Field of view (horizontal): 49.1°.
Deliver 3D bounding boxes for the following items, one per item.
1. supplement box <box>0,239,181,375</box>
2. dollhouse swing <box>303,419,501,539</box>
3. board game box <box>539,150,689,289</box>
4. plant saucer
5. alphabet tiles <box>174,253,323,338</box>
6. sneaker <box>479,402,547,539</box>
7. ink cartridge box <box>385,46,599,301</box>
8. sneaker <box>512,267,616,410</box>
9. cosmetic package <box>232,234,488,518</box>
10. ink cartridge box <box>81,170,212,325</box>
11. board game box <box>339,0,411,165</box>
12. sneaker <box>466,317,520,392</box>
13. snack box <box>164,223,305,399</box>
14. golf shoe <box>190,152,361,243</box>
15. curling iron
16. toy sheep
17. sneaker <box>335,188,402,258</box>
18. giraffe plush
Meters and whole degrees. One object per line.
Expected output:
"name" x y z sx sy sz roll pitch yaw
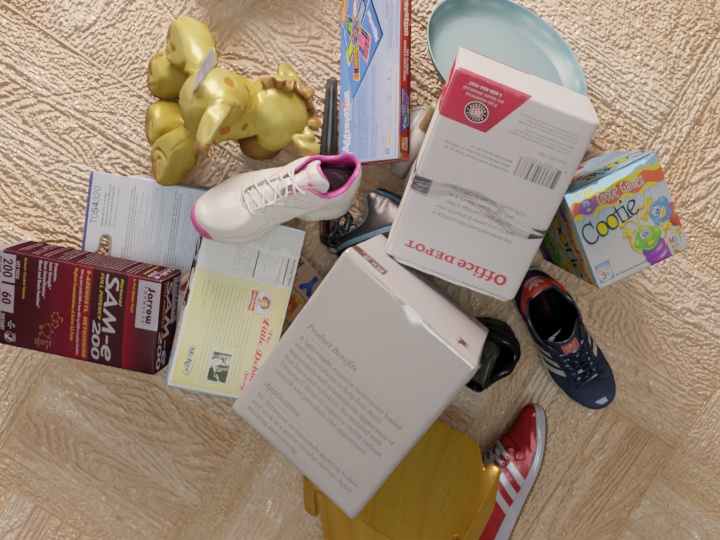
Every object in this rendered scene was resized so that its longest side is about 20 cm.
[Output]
"supplement box" -0.306 0.040 0.883 0.194 0.061 0.112 10 103 6
"dollhouse swing" 0.053 0.289 0.951 0.197 0.177 0.183 24 65 27
"board game box" 0.256 -0.063 0.867 0.103 0.200 0.105 -24 99 2
"plant saucer" 0.159 -0.225 0.873 0.195 0.028 0.204 10 56 -16
"alphabet tiles" -0.116 0.053 0.934 0.167 0.008 0.200 -44 111 -4
"sneaker" 0.153 0.249 0.974 0.110 0.071 0.205 17 100 -8
"ink cartridge box" 0.124 -0.092 0.784 0.142 0.084 0.203 20 119 -2
"sneaker" 0.249 0.092 0.948 0.074 0.085 0.202 -36 99 3
"cosmetic package" 0.007 0.098 0.808 0.164 0.165 0.201 40 104 5
"ink cartridge box" -0.228 -0.005 0.934 0.195 0.043 0.202 10 100 -3
"board game box" 0.015 -0.222 0.877 0.019 0.102 0.206 -1 92 -43
"sneaker" 0.096 0.090 0.928 0.194 0.114 0.078 6 97 -1
"snack box" -0.141 0.039 0.890 0.114 0.037 0.205 14 91 -21
"golf shoe" -0.085 -0.087 0.844 0.196 0.091 0.077 -19 79 -28
"curling iron" -0.030 -0.122 0.934 0.048 0.026 0.206 -4 99 -4
"toy sheep" 0.100 -0.128 0.888 0.199 0.138 0.139 40 95 7
"sneaker" 0.000 0.000 0.924 0.081 0.073 0.202 36 102 11
"giraffe plush" -0.131 -0.180 0.870 0.159 0.198 0.178 3 85 -36
